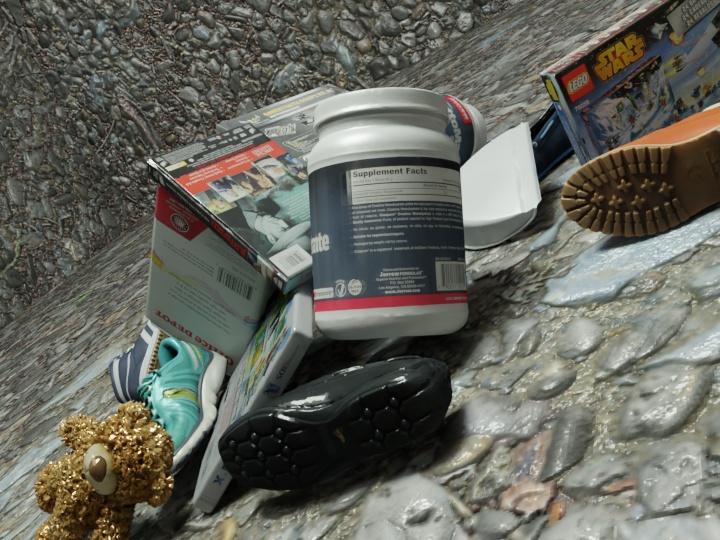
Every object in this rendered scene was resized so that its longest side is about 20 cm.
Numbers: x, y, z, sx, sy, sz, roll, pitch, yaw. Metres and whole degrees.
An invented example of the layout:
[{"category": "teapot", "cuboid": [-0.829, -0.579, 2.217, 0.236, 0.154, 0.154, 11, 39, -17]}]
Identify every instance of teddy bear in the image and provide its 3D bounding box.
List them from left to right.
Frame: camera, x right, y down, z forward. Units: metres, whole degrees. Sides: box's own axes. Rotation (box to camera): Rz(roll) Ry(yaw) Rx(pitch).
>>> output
[{"category": "teddy bear", "cuboid": [-0.247, 0.196, 0.703, 0.198, 0.066, 0.148, -17, 60, 43]}]

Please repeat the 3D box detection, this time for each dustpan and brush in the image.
[{"category": "dustpan and brush", "cuboid": [0.119, -0.065, 0.881, 0.197, 0.057, 0.142, -25, 42, 27]}]

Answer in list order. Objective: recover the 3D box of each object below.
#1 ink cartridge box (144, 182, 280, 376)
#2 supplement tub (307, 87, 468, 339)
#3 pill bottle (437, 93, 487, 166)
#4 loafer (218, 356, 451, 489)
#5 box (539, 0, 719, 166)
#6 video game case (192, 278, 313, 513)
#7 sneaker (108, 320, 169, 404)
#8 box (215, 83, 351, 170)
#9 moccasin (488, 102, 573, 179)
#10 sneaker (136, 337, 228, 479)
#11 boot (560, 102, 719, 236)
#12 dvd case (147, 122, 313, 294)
[{"category": "ink cartridge box", "cuboid": [-0.152, -0.001, 0.857, 0.083, 0.144, 0.202, -49, -15, -46]}, {"category": "supplement tub", "cuboid": [0.023, -0.044, 0.693, 0.137, 0.205, 0.140, -3, -3, 0]}, {"category": "pill bottle", "cuboid": [0.095, -0.185, 1.095, 0.118, 0.122, 0.199, -18, 1, 38]}, {"category": "loafer", "cuboid": [-0.020, 0.116, 0.597, 0.197, 0.069, 0.070, -22, 4, 24]}, {"category": "box", "cuboid": [0.290, -0.183, 0.761, 0.198, 0.138, 0.040, -32, 19, -1]}, {"category": "video game case", "cuboid": [-0.096, 0.098, 0.736, 0.184, 0.022, 0.200, -59, 11, 13]}, {"category": "sneaker", "cuboid": [-0.276, 0.092, 1.065, 0.107, 0.070, 0.203, -22, 42, 39]}, {"category": "box", "cuboid": [-0.052, -0.160, 0.950, 0.157, 0.049, 0.199, 27, 41, 33]}, {"category": "moccasin", "cuboid": [0.196, -0.148, 0.954, 0.199, 0.069, 0.080, -40, 18, -18]}, {"category": "sneaker", "cuboid": [-0.192, 0.141, 0.790, 0.078, 0.079, 0.201, -51, 19, 20]}, {"category": "boot", "cuboid": [0.271, -0.091, 0.668, 0.196, 0.076, 0.108, -16, 18, 22]}, {"category": "dvd case", "cuboid": [-0.096, -0.071, 0.782, 0.145, 0.199, 0.022, -32, -28, -44]}]
